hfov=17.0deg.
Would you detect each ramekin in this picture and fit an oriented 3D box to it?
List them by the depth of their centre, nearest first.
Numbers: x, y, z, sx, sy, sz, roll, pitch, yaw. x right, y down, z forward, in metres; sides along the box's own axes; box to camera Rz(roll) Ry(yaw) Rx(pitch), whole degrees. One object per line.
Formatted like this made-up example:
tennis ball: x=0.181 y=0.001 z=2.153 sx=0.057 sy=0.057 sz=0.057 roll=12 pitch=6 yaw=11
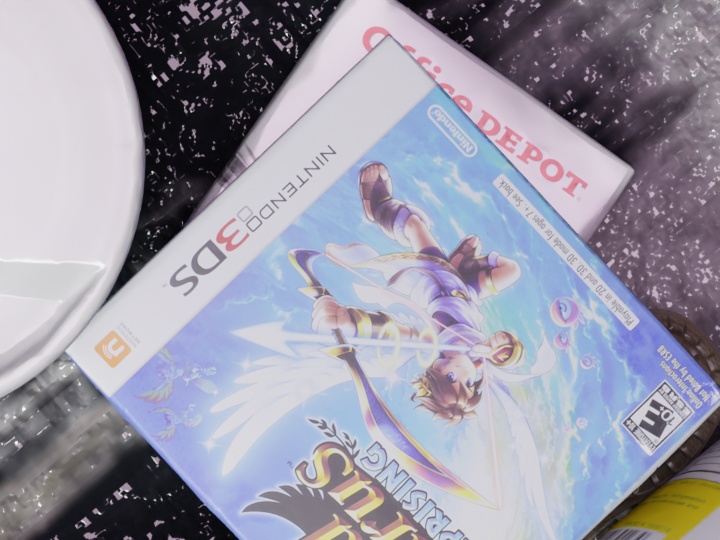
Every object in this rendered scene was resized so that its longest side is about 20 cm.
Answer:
ramekin: x=-0.183 y=-0.040 z=0.943 sx=0.201 sy=0.094 sz=0.204 roll=0 pitch=87 yaw=-5

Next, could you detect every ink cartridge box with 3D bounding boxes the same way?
ink cartridge box: x=0.000 y=0.000 z=1.028 sx=0.146 sy=0.086 sz=0.200 roll=34 pitch=88 yaw=-1

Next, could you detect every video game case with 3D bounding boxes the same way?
video game case: x=0.013 y=0.041 z=0.962 sx=0.181 sy=0.045 sz=0.200 roll=-44 pitch=90 yaw=-3

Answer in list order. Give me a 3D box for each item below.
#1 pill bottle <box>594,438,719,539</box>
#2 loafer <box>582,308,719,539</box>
pill bottle: x=0.164 y=0.127 z=0.991 sx=0.200 sy=0.109 sz=0.110 roll=-33 pitch=89 yaw=-32
loafer: x=0.074 y=0.089 z=1.039 sx=0.200 sy=0.068 sz=0.076 roll=-38 pitch=93 yaw=-20
